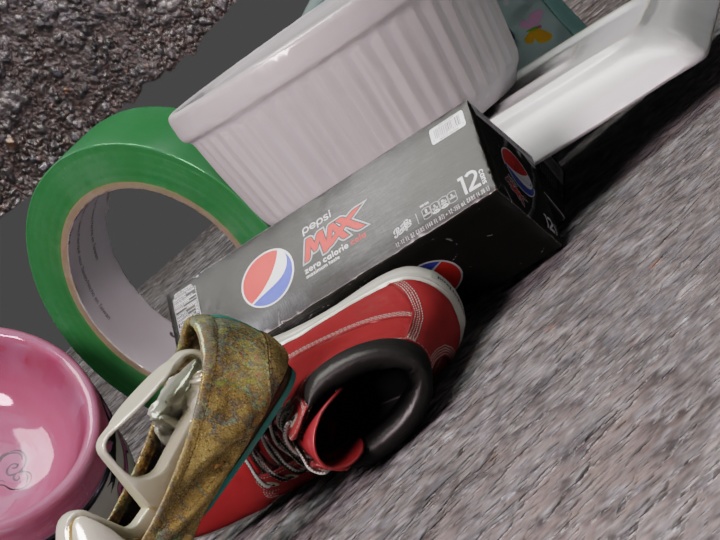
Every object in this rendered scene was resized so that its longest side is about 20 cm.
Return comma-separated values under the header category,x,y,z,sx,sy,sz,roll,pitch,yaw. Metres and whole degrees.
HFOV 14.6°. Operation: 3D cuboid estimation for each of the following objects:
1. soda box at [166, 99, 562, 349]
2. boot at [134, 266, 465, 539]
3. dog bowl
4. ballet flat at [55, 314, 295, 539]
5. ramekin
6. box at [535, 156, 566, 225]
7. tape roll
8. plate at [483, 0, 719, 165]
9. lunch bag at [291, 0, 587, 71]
category,x,y,z,sx,sy,sz,roll,pitch,yaw
soda box,0.000,0.000,1.441,0.199,0.071,0.064,-32,50,19
boot,-0.042,0.083,1.353,0.200,0.073,0.144,-36,9,19
dog bowl,-0.234,0.117,1.674,0.200,0.199,0.074,-46,-29,-33
ballet flat,-0.101,0.109,1.283,0.201,0.070,0.071,-62,11,-12
ramekin,-0.002,-0.103,1.571,0.202,0.095,0.202,-33,8,5
box,0.029,0.011,1.543,0.200,0.036,0.143,-39,6,11
tape roll,-0.107,-0.001,1.695,0.200,0.201,0.048,-36,8,44
plate,0.105,-0.096,1.546,0.199,0.032,0.200,-32,7,17
lunch bag,0.047,-0.126,1.728,0.200,0.170,0.122,-38,7,44
